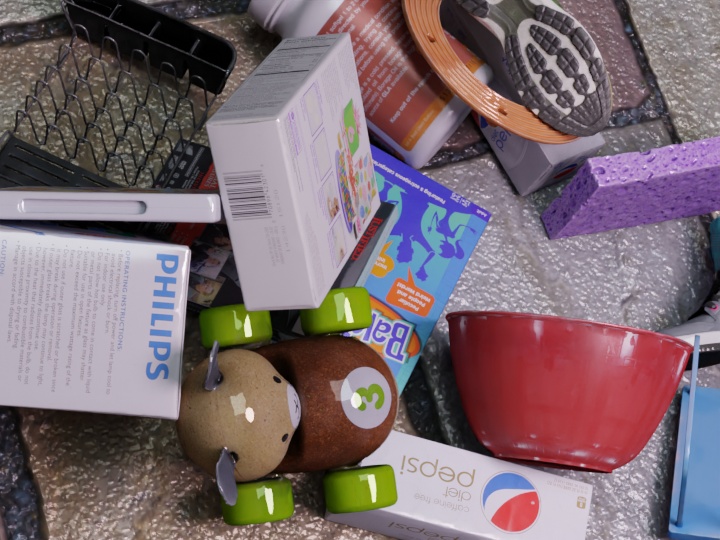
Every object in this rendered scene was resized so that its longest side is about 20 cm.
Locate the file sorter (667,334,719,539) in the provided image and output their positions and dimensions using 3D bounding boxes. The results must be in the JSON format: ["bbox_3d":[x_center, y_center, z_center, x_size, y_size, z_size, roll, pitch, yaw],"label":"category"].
[{"bbox_3d":[0.356,0.140,1.426,0.200,0.123,0.139,6,58,10],"label":"file sorter"}]

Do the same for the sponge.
[{"bbox_3d":[0.268,-0.075,1.548,0.200,0.112,0.030,-11,69,-21],"label":"sponge"}]

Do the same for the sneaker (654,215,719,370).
[{"bbox_3d":[0.317,0.013,1.539,0.200,0.084,0.121,-10,76,-29],"label":"sneaker"}]

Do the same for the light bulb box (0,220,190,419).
[{"bbox_3d":[-0.233,0.029,1.286,0.200,0.198,0.125,5,93,-12],"label":"light bulb box"}]

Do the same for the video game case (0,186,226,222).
[{"bbox_3d":[-0.184,-0.049,1.305,0.182,0.200,0.023,1,93,3],"label":"video game case"}]

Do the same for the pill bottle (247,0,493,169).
[{"bbox_3d":[0.006,-0.188,1.518,0.200,0.112,0.112,40,62,2],"label":"pill bottle"}]

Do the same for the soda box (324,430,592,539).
[{"bbox_3d":[0.078,0.183,1.408,0.200,0.064,0.068,16,65,-9],"label":"soda box"}]

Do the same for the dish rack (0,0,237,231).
[{"bbox_3d":[-0.207,-0.125,1.449,0.153,0.055,0.200,23,63,6],"label":"dish rack"}]

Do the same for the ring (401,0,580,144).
[{"bbox_3d":[0.115,-0.182,1.493,0.200,0.019,0.201,24,43,-24],"label":"ring"}]

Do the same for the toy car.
[{"bbox_3d":[-0.066,0.100,1.264,0.157,0.200,0.165,-9,86,14],"label":"toy car"}]

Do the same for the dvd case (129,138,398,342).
[{"bbox_3d":[-0.088,-0.021,1.428,0.200,0.022,0.146,17,61,18],"label":"dvd case"}]

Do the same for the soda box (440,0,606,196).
[{"bbox_3d":[0.129,-0.170,1.572,0.068,0.063,0.200,-23,76,-30],"label":"soda box"}]

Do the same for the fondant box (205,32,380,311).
[{"bbox_3d":[-0.044,-0.076,1.309,0.058,0.145,0.200,-3,23,17],"label":"fondant box"}]

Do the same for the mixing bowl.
[{"bbox_3d":[0.159,0.101,1.409,0.200,0.200,0.109,9,82,-13],"label":"mixing bowl"}]

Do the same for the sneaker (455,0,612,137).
[{"bbox_3d":[0.150,-0.199,1.478,0.200,0.077,0.089,57,22,10],"label":"sneaker"}]

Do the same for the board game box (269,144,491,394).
[{"bbox_3d":[0.000,0.000,1.473,0.152,0.045,0.200,29,63,-2],"label":"board game box"}]
